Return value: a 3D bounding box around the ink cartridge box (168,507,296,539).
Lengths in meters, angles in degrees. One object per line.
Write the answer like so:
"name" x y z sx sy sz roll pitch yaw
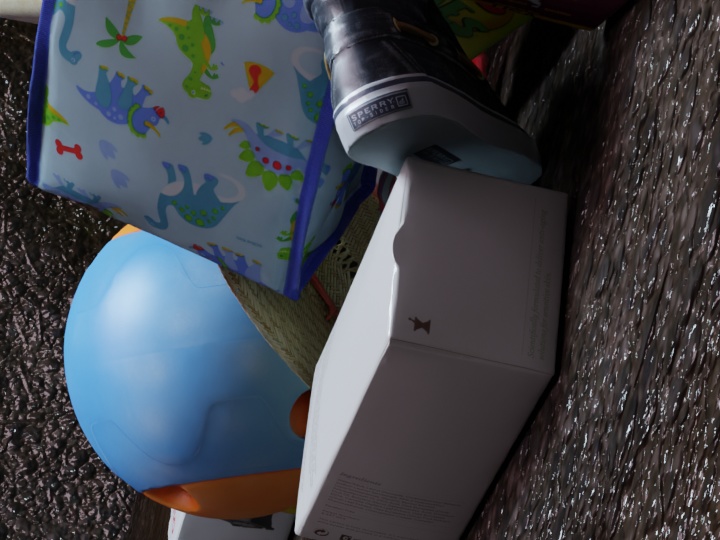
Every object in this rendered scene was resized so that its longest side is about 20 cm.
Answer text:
"ink cartridge box" -0.074 0.101 2.138 0.148 0.085 0.200 -87 11 -52

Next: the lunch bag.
"lunch bag" -0.072 -0.113 1.534 0.200 0.170 0.128 98 -162 -47

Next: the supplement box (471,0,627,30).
"supplement box" 0.100 -0.187 1.338 0.200 0.085 0.111 141 142 -78

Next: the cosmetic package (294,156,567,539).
"cosmetic package" 0.031 0.048 1.447 0.200 0.085 0.108 116 164 -56

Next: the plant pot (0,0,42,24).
"plant pot" -0.084 -0.222 1.756 0.177 0.200 0.200 19 98 52

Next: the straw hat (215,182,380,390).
"straw hat" 0.000 0.000 1.647 0.085 0.201 0.201 -36 20 13

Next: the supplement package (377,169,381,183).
"supplement package" -0.014 -0.125 1.940 0.120 0.121 0.200 -110 34 -80

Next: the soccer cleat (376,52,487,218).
"soccer cleat" 0.048 -0.066 1.615 0.200 0.067 0.077 -91 20 -72

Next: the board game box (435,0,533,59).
"board game box" 0.032 -0.157 1.552 0.048 0.101 0.200 -63 14 -23

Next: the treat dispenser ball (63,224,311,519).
"treat dispenser ball" -0.080 0.051 1.819 0.201 0.200 0.201 -167 90 -83

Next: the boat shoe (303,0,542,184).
"boat shoe" 0.032 -0.090 1.446 0.200 0.071 0.091 33 -141 -69
